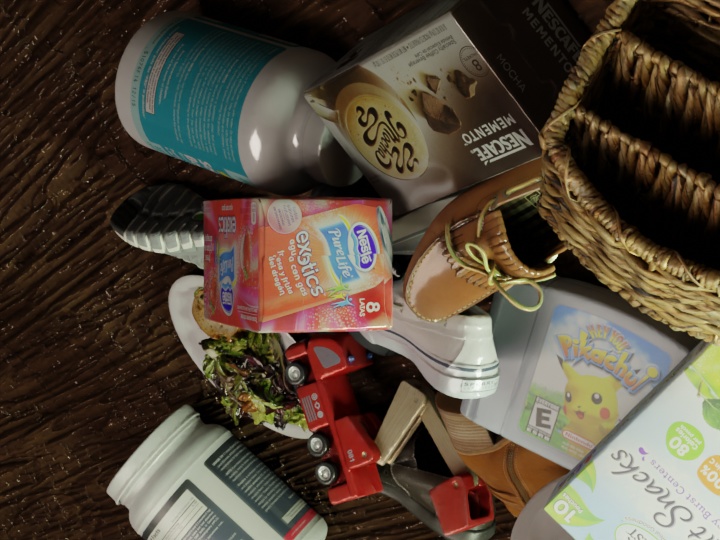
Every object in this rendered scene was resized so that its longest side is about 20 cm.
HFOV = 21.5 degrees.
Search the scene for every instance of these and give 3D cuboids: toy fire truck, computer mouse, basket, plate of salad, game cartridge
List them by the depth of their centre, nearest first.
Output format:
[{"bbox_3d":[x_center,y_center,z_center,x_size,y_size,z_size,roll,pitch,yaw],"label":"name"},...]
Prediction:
[{"bbox_3d":[0.206,-0.061,1.107,0.199,0.143,0.149,33,149,19],"label":"basket"},{"bbox_3d":[0.175,0.084,1.374,0.199,0.040,0.134,24,110,23],"label":"game cartridge"},{"bbox_3d":[0.000,0.000,1.540,0.140,0.046,0.200,41,151,5],"label":"computer mouse"},{"bbox_3d":[0.023,0.136,1.623,0.141,0.049,0.201,-22,81,31],"label":"toy fire truck"},{"bbox_3d":[-0.112,0.089,1.793,0.199,0.048,0.201,31,147,22],"label":"plate of salad"}]

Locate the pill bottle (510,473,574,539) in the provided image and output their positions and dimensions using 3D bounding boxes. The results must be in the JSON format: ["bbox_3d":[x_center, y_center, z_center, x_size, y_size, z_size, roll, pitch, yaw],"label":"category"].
[{"bbox_3d":[0.211,0.244,1.470,0.109,0.110,0.200,8,156,47],"label":"pill bottle"}]

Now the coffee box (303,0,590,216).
[{"bbox_3d":[0.064,-0.121,1.273,0.113,0.080,0.200,52,150,-11],"label":"coffee box"}]

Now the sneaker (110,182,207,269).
[{"bbox_3d":[-0.132,-0.008,1.671,0.199,0.075,0.116,11,139,43],"label":"sneaker"}]

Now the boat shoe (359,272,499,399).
[{"bbox_3d":[0.054,0.031,1.412,0.200,0.073,0.067,34,122,59],"label":"boat shoe"}]

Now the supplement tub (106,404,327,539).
[{"bbox_3d":[-0.146,0.248,1.940,0.200,0.140,0.140,42,151,5],"label":"supplement tub"}]

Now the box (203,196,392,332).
[{"bbox_3d":[-0.049,-0.006,1.398,0.200,0.102,0.095,-175,84,-74],"label":"box"}]

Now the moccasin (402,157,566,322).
[{"bbox_3d":[0.106,-0.022,1.269,0.201,0.078,0.074,-31,119,29],"label":"moccasin"}]

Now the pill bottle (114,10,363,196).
[{"bbox_3d":[-0.082,-0.122,1.424,0.199,0.111,0.111,21,143,36],"label":"pill bottle"}]

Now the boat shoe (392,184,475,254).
[{"bbox_3d":[0.072,-0.031,1.383,0.200,0.070,0.072,-16,115,51],"label":"boat shoe"}]

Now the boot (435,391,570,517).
[{"bbox_3d":[0.165,0.155,1.506,0.199,0.077,0.156,-1,138,35],"label":"boot"}]

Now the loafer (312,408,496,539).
[{"bbox_3d":[0.045,0.164,1.684,0.199,0.073,0.072,29,117,27],"label":"loafer"}]

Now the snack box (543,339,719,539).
[{"bbox_3d":[0.244,0.140,1.301,0.142,0.053,0.200,44,115,4],"label":"snack box"}]
